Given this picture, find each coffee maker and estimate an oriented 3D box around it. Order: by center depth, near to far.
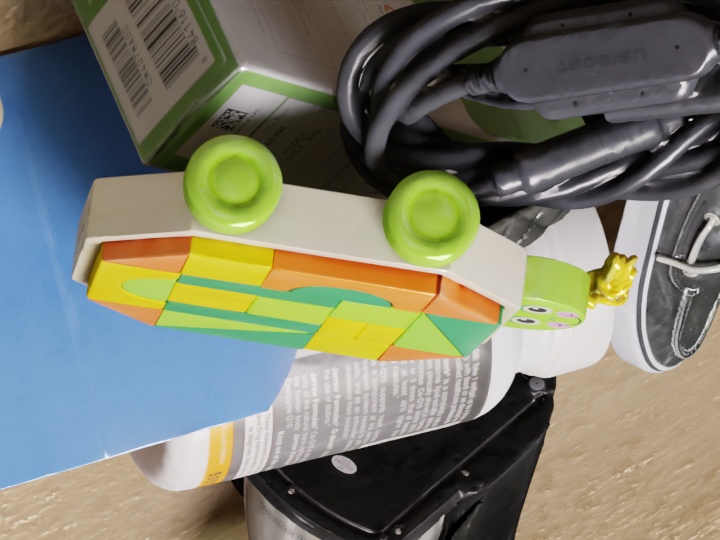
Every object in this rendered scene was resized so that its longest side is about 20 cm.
[{"bbox_3d":[0.025,0.110,1.387,0.192,0.135,0.200,-16,148,-17],"label":"coffee maker"}]

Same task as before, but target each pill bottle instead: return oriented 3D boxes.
[{"bbox_3d":[-0.004,0.016,1.240,0.200,0.116,0.116,-12,147,-19],"label":"pill bottle"}]

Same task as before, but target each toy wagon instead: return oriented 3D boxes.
[{"bbox_3d":[0.000,0.000,1.062,0.200,0.040,0.155,10,166,-8],"label":"toy wagon"}]

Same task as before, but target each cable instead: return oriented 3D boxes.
[{"bbox_3d":[0.087,-0.058,1.014,0.200,0.051,0.163,-10,166,30],"label":"cable"}]

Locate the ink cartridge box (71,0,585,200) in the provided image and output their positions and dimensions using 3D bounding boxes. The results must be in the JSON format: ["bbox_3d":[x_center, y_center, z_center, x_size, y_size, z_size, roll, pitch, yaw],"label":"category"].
[{"bbox_3d":[-0.009,-0.077,1.111,0.200,0.104,0.059,12,134,-45],"label":"ink cartridge box"}]

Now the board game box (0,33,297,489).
[{"bbox_3d":[-0.121,-0.005,1.140,0.200,0.158,0.039,-16,-175,-15],"label":"board game box"}]

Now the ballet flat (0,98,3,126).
[{"bbox_3d":[-0.192,-0.084,1.009,0.069,0.069,0.200,-36,148,17],"label":"ballet flat"}]

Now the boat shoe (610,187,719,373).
[{"bbox_3d":[0.160,-0.023,1.306,0.074,0.068,0.199,-37,148,-43],"label":"boat shoe"}]

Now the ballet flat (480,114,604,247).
[{"bbox_3d":[0.077,-0.055,1.185,0.200,0.066,0.057,-46,-178,-17],"label":"ballet flat"}]
